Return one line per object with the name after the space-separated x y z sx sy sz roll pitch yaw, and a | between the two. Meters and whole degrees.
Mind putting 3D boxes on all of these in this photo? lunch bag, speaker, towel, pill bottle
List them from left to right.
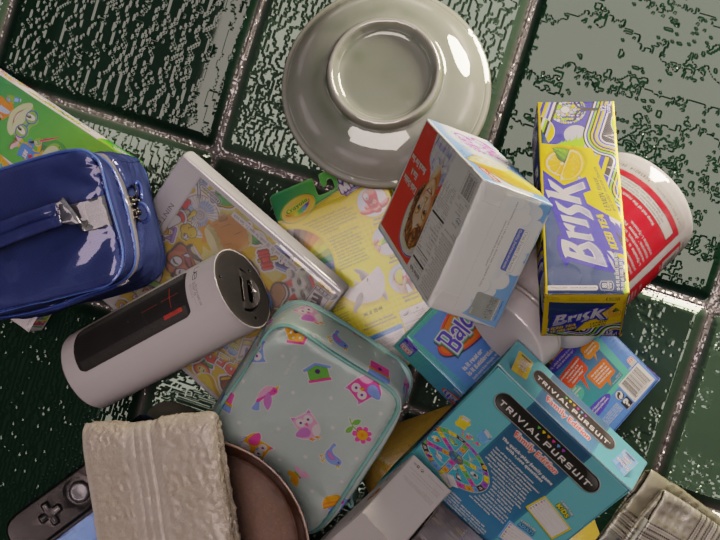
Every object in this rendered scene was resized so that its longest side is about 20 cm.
-0.279 -0.033 1.259 0.199 0.132 0.137 -16 89 14 | lunch bag
-0.182 0.056 1.292 0.199 0.081 0.082 -27 87 26 | speaker
-0.172 0.228 1.234 0.132 0.034 0.201 -7 93 13 | towel
-0.051 0.140 1.280 0.160 0.077 0.200 30 116 -4 | lunch bag
0.193 -0.005 1.223 0.200 0.112 0.112 -41 86 -23 | pill bottle
0.286 0.312 1.273 0.200 0.035 0.193 35 95 -7 | towel

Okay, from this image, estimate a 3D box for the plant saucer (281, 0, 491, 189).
0.023 -0.178 1.286 0.199 0.050 0.201 -1 76 3 | plant saucer

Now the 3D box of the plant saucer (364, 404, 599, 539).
0.112 0.226 1.307 0.199 0.048 0.201 -20 89 8 | plant saucer

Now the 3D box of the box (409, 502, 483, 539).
0.075 0.324 1.260 0.158 0.048 0.200 42 132 6 | box

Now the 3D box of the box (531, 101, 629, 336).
0.180 -0.045 1.144 0.070 0.064 0.201 0 56 4 | box

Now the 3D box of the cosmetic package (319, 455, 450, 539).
0.000 0.243 1.245 0.051 0.200 0.083 43 51 3 | cosmetic package

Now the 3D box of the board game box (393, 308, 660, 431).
0.153 0.085 1.269 0.200 0.045 0.152 46 69 3 | board game box

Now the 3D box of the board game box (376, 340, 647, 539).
0.128 0.178 1.207 0.151 0.047 0.200 43 129 4 | board game box

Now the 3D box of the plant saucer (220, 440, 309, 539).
-0.137 0.249 1.261 0.199 0.034 0.201 2 97 13 | plant saucer

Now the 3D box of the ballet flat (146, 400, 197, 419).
-0.142 0.209 1.330 0.067 0.064 0.200 -38 86 5 | ballet flat

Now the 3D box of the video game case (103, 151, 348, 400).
-0.137 0.018 1.318 0.200 0.023 0.182 40 116 5 | video game case

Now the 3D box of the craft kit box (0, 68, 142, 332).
-0.349 -0.075 1.363 0.197 0.049 0.201 32 95 3 | craft kit box

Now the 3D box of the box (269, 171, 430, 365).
0.000 0.000 1.318 0.117 0.048 0.201 -22 91 7 | box

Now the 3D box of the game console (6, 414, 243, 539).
-0.216 0.268 1.308 0.170 0.118 0.200 -36 86 -17 | game console

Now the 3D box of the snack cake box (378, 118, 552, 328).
0.084 -0.045 1.185 0.067 0.200 0.115 18 106 -17 | snack cake box
